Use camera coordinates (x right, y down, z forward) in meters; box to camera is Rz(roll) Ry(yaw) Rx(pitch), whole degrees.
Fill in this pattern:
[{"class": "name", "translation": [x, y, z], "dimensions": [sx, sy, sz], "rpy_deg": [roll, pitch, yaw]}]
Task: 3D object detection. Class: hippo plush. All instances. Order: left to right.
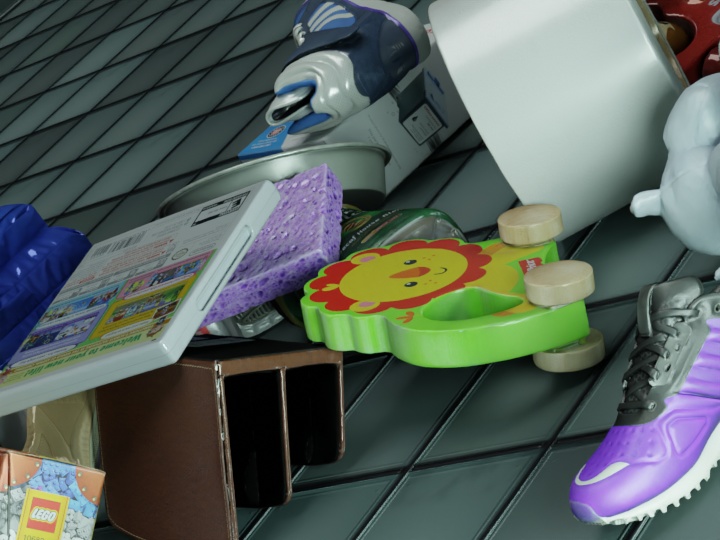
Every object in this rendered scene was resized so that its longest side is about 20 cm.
[{"class": "hippo plush", "translation": [0.270, -0.062, 1.522], "dimensions": [0.161, 0.158, 0.201], "rpy_deg": [146, 132, -68]}]

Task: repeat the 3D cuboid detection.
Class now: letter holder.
[{"class": "letter holder", "translation": [-0.100, 0.124, 1.690], "dimensions": [0.100, 0.143, 0.200], "rpy_deg": [-6, 4, -31]}]

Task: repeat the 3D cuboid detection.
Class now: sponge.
[{"class": "sponge", "translation": [-0.107, -0.007, 1.808], "dimensions": [0.199, 0.030, 0.112], "rpy_deg": [-21, 35, 19]}]

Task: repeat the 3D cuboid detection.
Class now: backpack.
[{"class": "backpack", "translation": [-0.338, 0.053, 2.138], "dimensions": [0.162, 0.168, 0.200], "rpy_deg": [-23, 23, 47]}]

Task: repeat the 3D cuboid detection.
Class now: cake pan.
[{"class": "cake pan", "translation": [-0.066, -0.055, 1.955], "dimensions": [0.199, 0.037, 0.200], "rpy_deg": [-14, -10, -3]}]

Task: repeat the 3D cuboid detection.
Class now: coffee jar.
[{"class": "coffee jar", "translation": [0.000, 0.000, 1.833], "dimensions": [0.104, 0.086, 0.200], "rpy_deg": [-39, 18, -20]}]

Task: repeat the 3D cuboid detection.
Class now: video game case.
[{"class": "video game case", "translation": [-0.166, 0.021, 1.734], "dimensions": [0.199, 0.022, 0.182], "rpy_deg": [-18, 30, 40]}]

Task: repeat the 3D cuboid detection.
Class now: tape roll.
[{"class": "tape roll", "translation": [0.157, -0.141, 1.749], "dimensions": [0.139, 0.203, 0.203], "rpy_deg": [-28, 18, 13]}]

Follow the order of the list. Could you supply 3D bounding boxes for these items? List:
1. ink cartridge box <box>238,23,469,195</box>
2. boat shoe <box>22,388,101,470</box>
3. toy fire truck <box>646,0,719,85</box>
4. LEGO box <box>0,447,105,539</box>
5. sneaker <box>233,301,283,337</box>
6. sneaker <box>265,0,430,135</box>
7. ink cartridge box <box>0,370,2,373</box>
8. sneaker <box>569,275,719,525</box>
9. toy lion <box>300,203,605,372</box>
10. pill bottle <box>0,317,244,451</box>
[{"class": "ink cartridge box", "translation": [0.009, -0.135, 2.172], "dimensions": [0.200, 0.086, 0.146], "rpy_deg": [-45, 22, -30]}, {"class": "boat shoe", "translation": [-0.223, 0.151, 1.783], "dimensions": [0.071, 0.065, 0.201], "rpy_deg": [-1, 65, 17]}, {"class": "toy fire truck", "translation": [0.258, -0.202, 1.916], "dimensions": [0.167, 0.113, 0.200], "rpy_deg": [18, 51, 44]}, {"class": "LEGO box", "translation": [-0.265, 0.197, 1.658], "dimensions": [0.200, 0.077, 0.150], "rpy_deg": [1, 77, 60]}, {"class": "sneaker", "translation": [-0.145, 0.043, 2.008], "dimensions": [0.199, 0.078, 0.099], "rpy_deg": [-23, 12, 0]}, {"class": "sneaker", "translation": [-0.043, -0.181, 2.106], "dimensions": [0.146, 0.081, 0.200], "rpy_deg": [-35, 26, -23]}, {"class": "ink cartridge box", "translation": [-0.371, 0.156, 1.817], "dimensions": [0.083, 0.146, 0.201], "rpy_deg": [-8, 65, 57]}, {"class": "sneaker", "translation": [0.178, 0.057, 1.360], "dimensions": [0.200, 0.100, 0.069], "rpy_deg": [-40, 17, -22]}, {"class": "toy lion", "translation": [0.056, 0.020, 1.623], "dimensions": [0.190, 0.069, 0.200], "rpy_deg": [-11, 19, -2]}, {"class": "pill bottle", "translation": [-0.195, 0.082, 1.900], "dimensions": [0.199, 0.114, 0.114], "rpy_deg": [-32, 18, 2]}]
